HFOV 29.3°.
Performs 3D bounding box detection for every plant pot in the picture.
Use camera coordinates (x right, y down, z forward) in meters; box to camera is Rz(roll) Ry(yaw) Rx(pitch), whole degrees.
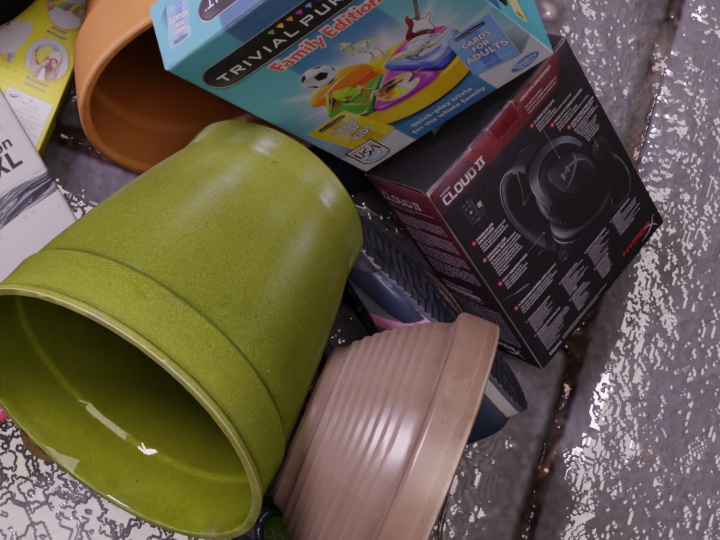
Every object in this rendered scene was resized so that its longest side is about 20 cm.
[{"bbox_3d":[-0.095,0.019,0.819,0.200,0.200,0.194,40,56,-6],"label":"plant pot"},{"bbox_3d":[-0.097,-0.172,0.895,0.197,0.201,0.142,-10,63,-15],"label":"plant pot"},{"bbox_3d":[0.006,0.111,0.830,0.092,0.201,0.203,22,78,1],"label":"plant pot"}]

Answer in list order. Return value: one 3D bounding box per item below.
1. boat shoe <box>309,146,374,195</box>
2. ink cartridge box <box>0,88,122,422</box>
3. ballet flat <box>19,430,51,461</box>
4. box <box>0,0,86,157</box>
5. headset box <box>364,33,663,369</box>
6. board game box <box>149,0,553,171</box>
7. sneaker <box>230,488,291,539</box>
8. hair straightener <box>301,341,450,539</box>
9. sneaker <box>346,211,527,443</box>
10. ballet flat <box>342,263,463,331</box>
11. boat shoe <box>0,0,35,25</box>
[{"bbox_3d":[0.052,-0.113,0.987,0.200,0.068,0.084,-45,103,-25],"label":"boat shoe"},{"bbox_3d":[-0.254,-0.015,0.864,0.144,0.084,0.202,-34,116,-16],"label":"ink cartridge box"},{"bbox_3d":[-0.149,0.051,0.929,0.200,0.063,0.069,-41,93,-15],"label":"ballet flat"},{"bbox_3d":[-0.243,-0.175,0.946,0.116,0.048,0.202,23,80,-10],"label":"box"},{"bbox_3d":[0.107,-0.057,0.955,0.149,0.077,0.201,-49,125,-15],"label":"headset box"},{"bbox_3d":[0.000,-0.139,0.803,0.150,0.199,0.047,-31,62,25],"label":"board game box"},{"bbox_3d":[-0.007,0.213,0.933,0.198,0.081,0.075,27,78,-9],"label":"sneaker"},{"bbox_3d":[0.012,0.114,0.971,0.077,0.041,0.201,-34,91,-15],"label":"hair straightener"},{"bbox_3d":[0.025,0.047,0.936,0.082,0.070,0.200,-38,106,17],"label":"sneaker"},{"bbox_3d":[0.000,0.000,0.983,0.199,0.046,0.068,36,108,-9],"label":"ballet flat"},{"bbox_3d":[-0.211,-0.215,0.837,0.074,0.199,0.076,57,42,-5],"label":"boat shoe"}]
